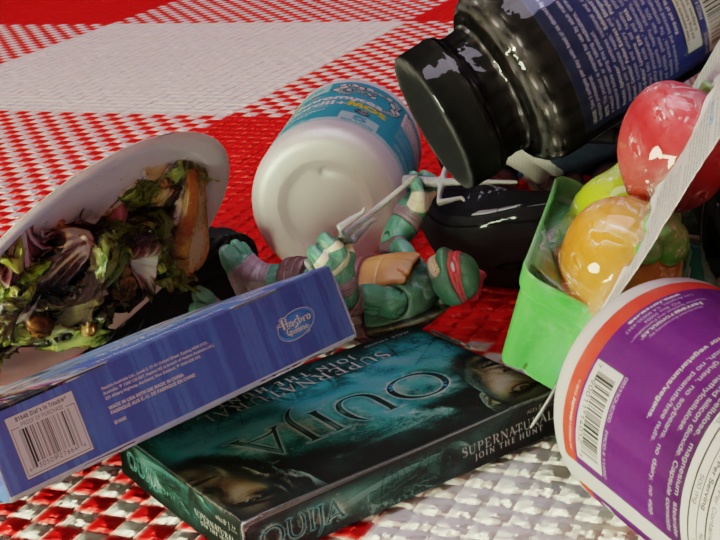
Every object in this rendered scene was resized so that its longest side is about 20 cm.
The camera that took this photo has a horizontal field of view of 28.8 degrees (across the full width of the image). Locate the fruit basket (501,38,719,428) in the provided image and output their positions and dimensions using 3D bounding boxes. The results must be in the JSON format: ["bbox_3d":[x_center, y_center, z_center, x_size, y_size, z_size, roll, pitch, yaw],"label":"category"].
[{"bbox_3d":[0.153,-0.032,0.716,0.093,0.201,0.186,33,29,-1],"label":"fruit basket"}]

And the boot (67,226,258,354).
[{"bbox_3d":[-0.184,-0.006,0.965,0.161,0.075,0.197,16,22,40],"label":"boot"}]

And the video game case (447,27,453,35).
[{"bbox_3d":[0.188,-0.143,1.123,0.197,0.182,0.024,1,66,25],"label":"video game case"}]

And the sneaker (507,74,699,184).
[{"bbox_3d":[0.163,-0.115,0.959,0.145,0.082,0.199,-17,6,33],"label":"sneaker"}]

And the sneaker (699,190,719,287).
[{"bbox_3d":[0.222,0.002,0.712,0.079,0.087,0.201,-18,39,6],"label":"sneaker"}]

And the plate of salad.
[{"bbox_3d":[-0.146,0.003,0.789,0.048,0.201,0.199,47,43,16],"label":"plate of salad"}]

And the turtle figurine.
[{"bbox_3d":[0.000,0.000,0.862,0.197,0.102,0.150,-13,7,21],"label":"turtle figurine"}]

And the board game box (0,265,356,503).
[{"bbox_3d":[-0.136,0.064,0.702,0.199,0.044,0.198,-23,2,-39],"label":"board game box"}]

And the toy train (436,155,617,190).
[{"bbox_3d":[0.148,-0.113,1.081,0.197,0.114,0.086,1,59,18],"label":"toy train"}]

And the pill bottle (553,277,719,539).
[{"bbox_3d":[0.170,0.082,0.571,0.111,0.114,0.200,-13,22,-19],"label":"pill bottle"}]

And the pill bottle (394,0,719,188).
[{"bbox_3d":[0.123,-0.134,0.799,0.198,0.113,0.112,-32,24,-6],"label":"pill bottle"}]

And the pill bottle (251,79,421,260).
[{"bbox_3d":[-0.012,-0.079,1.059,0.109,0.113,0.200,-2,20,8],"label":"pill bottle"}]

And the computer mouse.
[{"bbox_3d":[0.111,-0.035,0.893,0.197,0.141,0.046,9,50,28],"label":"computer mouse"}]

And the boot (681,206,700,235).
[{"bbox_3d":[0.237,-0.062,0.893,0.156,0.080,0.211,14,-16,35],"label":"boot"}]

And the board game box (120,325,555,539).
[{"bbox_3d":[-0.010,0.084,0.737,0.198,0.029,0.135,-19,23,-31],"label":"board game box"}]

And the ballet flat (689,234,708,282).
[{"bbox_3d":[0.228,0.018,0.821,0.198,0.071,0.069,11,26,34],"label":"ballet flat"}]
